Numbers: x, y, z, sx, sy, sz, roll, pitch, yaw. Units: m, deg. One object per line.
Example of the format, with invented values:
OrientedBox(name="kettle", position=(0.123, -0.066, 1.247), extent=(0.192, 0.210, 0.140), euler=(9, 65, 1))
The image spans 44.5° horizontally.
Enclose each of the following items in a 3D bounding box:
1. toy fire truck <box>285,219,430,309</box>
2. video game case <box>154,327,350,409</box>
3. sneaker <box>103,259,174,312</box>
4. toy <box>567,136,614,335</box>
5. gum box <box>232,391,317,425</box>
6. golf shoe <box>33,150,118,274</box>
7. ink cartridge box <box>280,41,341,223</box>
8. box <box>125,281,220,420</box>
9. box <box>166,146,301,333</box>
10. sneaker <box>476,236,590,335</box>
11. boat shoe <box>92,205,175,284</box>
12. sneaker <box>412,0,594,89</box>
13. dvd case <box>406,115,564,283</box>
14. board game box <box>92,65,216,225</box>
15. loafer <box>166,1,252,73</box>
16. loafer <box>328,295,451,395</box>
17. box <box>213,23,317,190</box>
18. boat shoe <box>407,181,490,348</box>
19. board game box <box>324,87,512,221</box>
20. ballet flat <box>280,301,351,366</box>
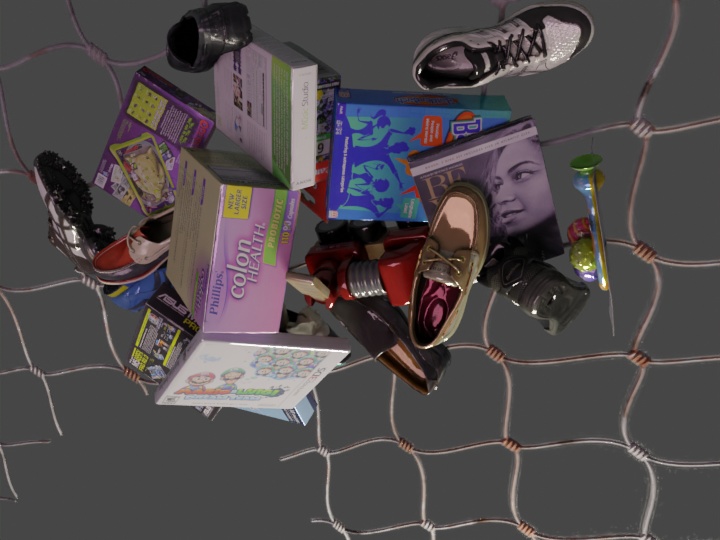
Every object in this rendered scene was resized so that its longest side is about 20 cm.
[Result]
OrientedBox(name="toy fire truck", position=(0.000, 0.000, 1.080), extent=(0.175, 0.200, 0.129), euler=(-6, 121, 23))
OrientedBox(name="video game case", position=(-0.140, 0.129, 1.122), extent=(0.199, 0.024, 0.182), euler=(7, 145, -29))
OrientedBox(name="sneaker", position=(-0.283, 0.007, 1.281), extent=(0.200, 0.066, 0.078), euler=(-25, 130, 29))
OrientedBox(name="toy", position=(0.261, -0.038, 1.012), extent=(0.047, 0.115, 0.201), euler=(-3, 121, 16))
OrientedBox(name="gum box", position=(-0.179, 0.142, 1.291), extent=(0.199, 0.045, 0.170), euler=(8, 138, 31))
OrientedBox(name="golf shoe", position=(-0.424, -0.073, 1.263), extent=(0.094, 0.078, 0.201), euler=(-12, 116, 27))
OrientedBox(name="ink cartridge box", position=(-0.079, -0.160, 1.063), extent=(0.109, 0.050, 0.201), euler=(41, 138, 39))
OrientedBox(name="box", position=(-0.241, 0.119, 1.237), extent=(0.160, 0.044, 0.200), euler=(35, 144, -1))
OrientedBox(name="box", position=(-0.162, -0.042, 1.076), extent=(0.096, 0.200, 0.177), euler=(3, 107, -25))
OrientedBox(name="sneaker", position=(0.209, 0.016, 1.068), extent=(0.114, 0.199, 0.076), euler=(43, 101, 29))
OrientedBox(name="boat shoe", position=(-0.280, -0.044, 1.195), extent=(0.199, 0.071, 0.063), euler=(-22, 152, 4))
OrientedBox(name="sneaker", position=(0.150, -0.229, 0.943), extent=(0.199, 0.088, 0.076), euler=(-10, 117, 24))
OrientedBox(name="dvd case", position=(0.152, -0.074, 1.040), extent=(0.148, 0.016, 0.200), euler=(-18, 127, 7))
OrientedBox(name="board game box", position=(-0.277, -0.161, 1.181), extent=(0.120, 0.032, 0.200), euler=(35, 127, -2))
OrientedBox(name="loafer", position=(-0.190, -0.265, 1.004), extent=(0.200, 0.070, 0.068), euler=(5, 107, 60))
OrientedBox(name="loafer", position=(0.035, 0.093, 1.211), extent=(0.200, 0.072, 0.073), euler=(33, 128, -3))
OrientedBox(name="box", position=(-0.113, -0.198, 1.015), extent=(0.200, 0.036, 0.145), euler=(43, 139, 45))
OrientedBox(name="boat shoe", position=(0.100, 0.000, 1.009), extent=(0.074, 0.066, 0.201), euler=(15, 111, 16))
OrientedBox(name="board game box", position=(0.063, -0.131, 1.025), extent=(0.199, 0.045, 0.153), euler=(0, 126, -8))
OrientedBox(name="ballet flat", position=(-0.105, 0.076, 1.254), extent=(0.199, 0.073, 0.073), euler=(20, 127, 9))
